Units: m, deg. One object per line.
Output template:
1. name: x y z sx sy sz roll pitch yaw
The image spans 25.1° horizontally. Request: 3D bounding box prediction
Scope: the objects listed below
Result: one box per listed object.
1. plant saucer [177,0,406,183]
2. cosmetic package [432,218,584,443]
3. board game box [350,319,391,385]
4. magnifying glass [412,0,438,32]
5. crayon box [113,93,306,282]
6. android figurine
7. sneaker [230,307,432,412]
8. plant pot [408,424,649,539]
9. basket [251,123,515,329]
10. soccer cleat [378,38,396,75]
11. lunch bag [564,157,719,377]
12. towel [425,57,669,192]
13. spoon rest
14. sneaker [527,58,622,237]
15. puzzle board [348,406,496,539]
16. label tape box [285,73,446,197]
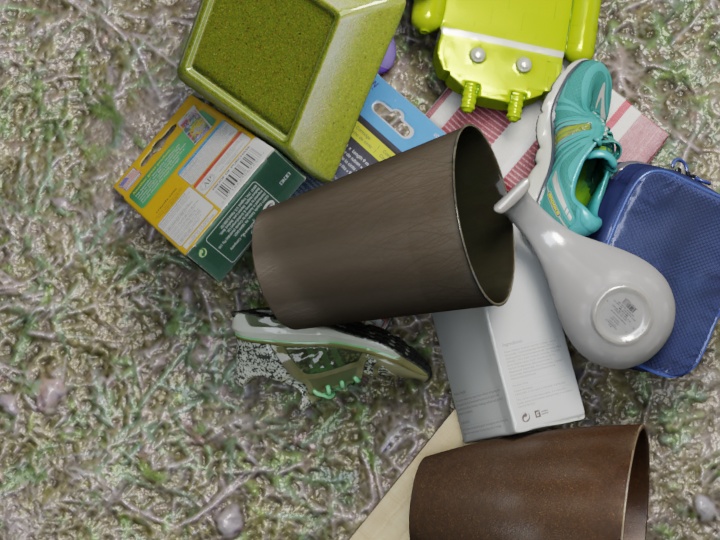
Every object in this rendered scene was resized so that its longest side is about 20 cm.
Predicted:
1. plant saucer: -0.079 -0.207 1.456 0.200 0.048 0.200 36 120 22
2. cosmetic package: 0.128 0.053 1.509 0.081 0.113 0.201 -10 85 -25
3. board game box: 0.000 0.000 1.575 0.105 0.023 0.200 30 87 7
4. magnifying glass: 0.075 -0.267 1.586 0.079 0.022 0.201 -23 79 3
5. crayon box: -0.147 -0.082 1.533 0.126 0.200 0.052 -50 125 -2
6. android figurine: 0.138 -0.240 1.551 0.181 0.041 0.201 13 77 -5
7. sneaker: -0.032 0.092 1.531 0.199 0.077 0.089 12 99 9
8. plant pot: 0.151 0.224 1.468 0.199 0.187 0.188 4 85 17
9. basket: 0.018 -0.024 1.405 0.199 0.136 0.181 -16 41 21
10. soccer cleat: -0.032 -0.278 1.574 0.067 0.076 0.200 -30 84 0
11. lunch bag: 0.264 -0.011 1.505 0.136 0.132 0.201 26 91 -13
12. towel: 0.181 -0.138 1.579 0.200 0.023 0.144 41 90 7
13. spoon rest: 0.193 0.000 1.410 0.099 0.061 0.200 -42 100 4
14. sneaker: 0.210 -0.109 1.493 0.077 0.080 0.201 33 58 -34
15. puzzle board: 0.090 0.252 1.550 0.151 0.017 0.200 39 88 4
16. label tape box: -0.013 -0.078 1.539 0.200 0.066 0.143 -47 67 -1
